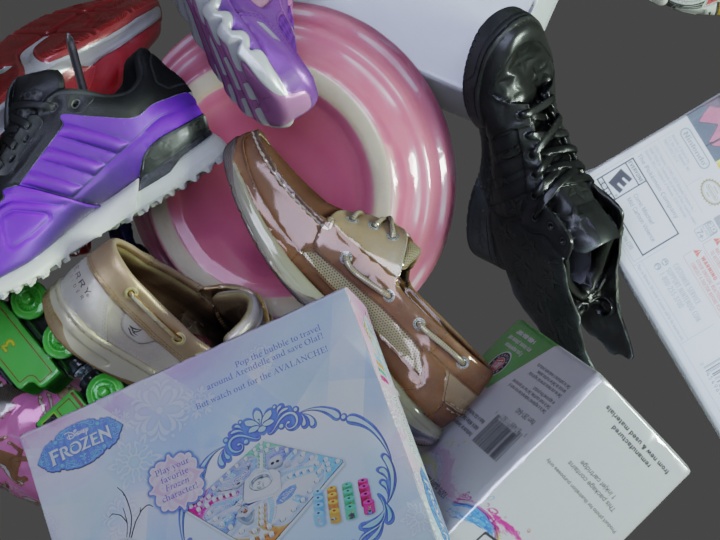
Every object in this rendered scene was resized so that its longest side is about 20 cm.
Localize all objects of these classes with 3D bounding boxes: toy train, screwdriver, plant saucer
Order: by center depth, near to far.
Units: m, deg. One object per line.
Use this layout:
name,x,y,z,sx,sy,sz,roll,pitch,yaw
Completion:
toy train,-0.144,0.088,1.533,0.056,0.042,0.200,-41,74,1
plant saucer,-0.046,-0.052,1.585,0.199,0.051,0.202,4,103,15
screwdriver,-0.143,-0.048,1.591,0.028,0.029,0.201,0,116,22

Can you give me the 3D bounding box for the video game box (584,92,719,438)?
video game box,0.247,-0.011,1.585,0.182,0.047,0.201,-30,77,3

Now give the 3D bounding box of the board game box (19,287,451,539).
board game box,-0.059,0.140,1.446,0.199,0.043,0.200,-24,68,9

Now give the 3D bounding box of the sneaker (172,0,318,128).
sneaker,-0.062,-0.165,1.535,0.088,0.081,0.201,-24,51,-9

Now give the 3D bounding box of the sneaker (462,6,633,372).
sneaker,0.111,-0.044,1.557,0.060,0.201,0.104,-26,43,-33

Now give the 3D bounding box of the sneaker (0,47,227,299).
sneaker,-0.178,-0.056,1.522,0.200,0.070,0.100,-32,101,-17

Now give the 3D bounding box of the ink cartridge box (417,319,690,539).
ink cartridge box,0.064,0.137,1.520,0.200,0.145,0.084,-45,108,-3

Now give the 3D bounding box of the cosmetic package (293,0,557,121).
cosmetic package,0.013,-0.174,1.626,0.199,0.081,0.113,25,83,9

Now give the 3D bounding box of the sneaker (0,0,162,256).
sneaker,-0.177,-0.078,1.622,0.078,0.200,0.116,4,121,41

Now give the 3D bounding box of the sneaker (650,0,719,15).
sneaker,0.221,-0.242,1.626,0.082,0.078,0.201,24,85,-5

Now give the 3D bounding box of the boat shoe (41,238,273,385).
boat shoe,-0.080,0.041,1.547,0.069,0.199,0.074,-48,38,23

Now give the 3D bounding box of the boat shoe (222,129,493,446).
boat shoe,0.000,0.000,1.523,0.072,0.076,0.200,-36,91,9

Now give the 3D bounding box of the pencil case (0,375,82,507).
pencil case,-0.158,0.109,1.590,0.199,0.083,0.087,21,77,10
